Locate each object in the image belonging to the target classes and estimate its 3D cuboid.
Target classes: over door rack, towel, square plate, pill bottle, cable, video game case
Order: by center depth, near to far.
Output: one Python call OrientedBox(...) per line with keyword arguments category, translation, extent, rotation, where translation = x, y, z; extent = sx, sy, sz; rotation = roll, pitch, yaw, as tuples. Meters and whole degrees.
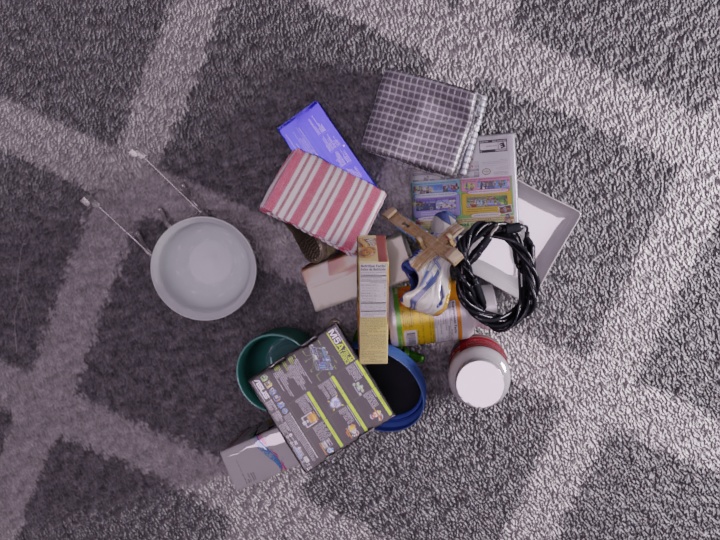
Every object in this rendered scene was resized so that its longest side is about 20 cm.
OrientedBox(category="cable", translation=(0.243, 0.012, 1.596), extent=(0.163, 0.051, 0.200), rotation=(-1, 93, -25))
OrientedBox(category="pill bottle", translation=(0.215, 0.185, 1.632), extent=(0.112, 0.200, 0.112), rotation=(1, 96, 6))
OrientedBox(category="towel", translation=(0.115, -0.268, 1.634), extent=(0.200, 0.086, 0.166), rotation=(18, 92, 17))
OrientedBox(category="towel", translation=(-0.067, -0.126, 1.648), extent=(0.200, 0.030, 0.146), rotation=(27, 68, 2))
OrientedBox(category="video game case", translation=(0.191, -0.156, 1.666), extent=(0.200, 0.022, 0.182), rotation=(-3, 89, 15))
OrientedBox(category="pill bottle", translation=(0.150, 0.077, 1.670), extent=(0.200, 0.111, 0.111), rotation=(-7, 95, 1))
OrientedBox(category="square plate", translation=(0.279, -0.068, 1.685), extent=(0.200, 0.028, 0.198), rotation=(29, 98, 3))
OrientedBox(category="over door rack", translation=(-0.409, -0.128, 1.728), extent=(0.148, 0.067, 0.200), rotation=(-44, 111, 9))

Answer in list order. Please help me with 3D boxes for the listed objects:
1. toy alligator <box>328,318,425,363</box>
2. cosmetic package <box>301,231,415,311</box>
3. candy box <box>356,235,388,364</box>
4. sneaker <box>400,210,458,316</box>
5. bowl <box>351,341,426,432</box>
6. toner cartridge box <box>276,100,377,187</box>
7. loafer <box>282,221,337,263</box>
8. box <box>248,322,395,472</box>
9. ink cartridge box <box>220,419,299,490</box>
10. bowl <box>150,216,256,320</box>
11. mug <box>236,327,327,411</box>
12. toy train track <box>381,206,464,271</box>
OrientedBox(category="toy alligator", translation=(0.028, 0.141, 1.722), extent=(0.200, 0.054, 0.059), rotation=(21, 97, 4))
OrientedBox(category="cosmetic package", translation=(0.000, 0.000, 1.687), extent=(0.200, 0.103, 0.087), rotation=(-19, 95, 7))
OrientedBox(category="candy box", translation=(0.021, 0.051, 1.581), extent=(0.055, 0.115, 0.200), rotation=(-2, 115, -1))
OrientedBox(category="sneaker", translation=(0.121, -0.022, 1.603), extent=(0.088, 0.075, 0.200), rotation=(13, 67, -8))
OrientedBox(category="bowl", translation=(0.030, 0.217, 1.695), extent=(0.200, 0.039, 0.201), rotation=(11, 125, 16))
OrientedBox(category="toner cartridge box", translation=(-0.062, -0.212, 1.700), extent=(0.095, 0.043, 0.200), rotation=(-34, 91, 9))
OrientedBox(category="loafer", translation=(-0.102, -0.102, 1.697), extent=(0.076, 0.068, 0.200), rotation=(-41, 66, 39))
OrientedBox(category="box", translation=(-0.069, 0.227, 1.610), extent=(0.193, 0.048, 0.200), rotation=(-33, 85, -2))
OrientedBox(category="ink cartridge box", translation=(-0.150, 0.329, 1.716), extent=(0.200, 0.145, 0.084), rotation=(-24, 91, 9))
OrientedBox(category="bowl", translation=(-0.293, -0.010, 1.719), extent=(0.201, 0.090, 0.201), rotation=(0, 100, 2))
OrientedBox(category="mug", translation=(-0.131, 0.184, 1.707), extent=(0.185, 0.114, 0.152), rotation=(-1, 96, 13))
OrientedBox(category="toy train track", translation=(0.105, -0.069, 1.589), extent=(0.115, 0.033, 0.200), rotation=(-43, 47, -11))
